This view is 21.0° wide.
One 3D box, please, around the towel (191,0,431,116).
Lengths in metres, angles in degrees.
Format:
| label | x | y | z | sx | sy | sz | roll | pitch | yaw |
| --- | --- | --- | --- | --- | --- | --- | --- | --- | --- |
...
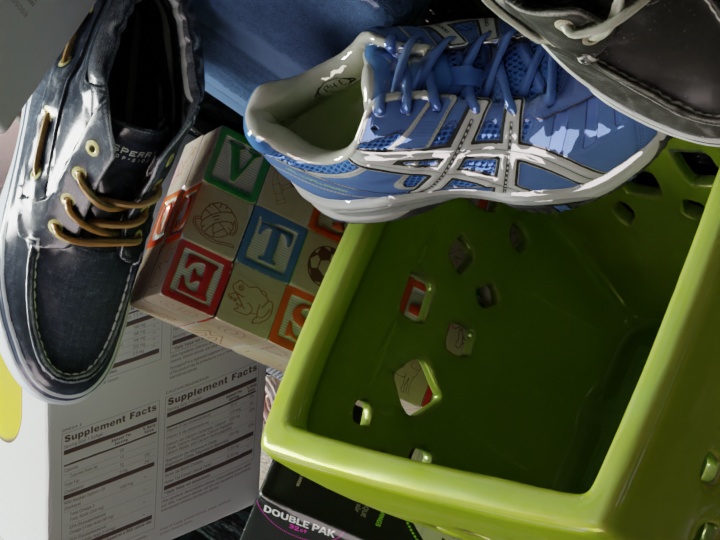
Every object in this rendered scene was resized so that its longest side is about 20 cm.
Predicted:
| label | x | y | z | sx | sy | sz | roll | pitch | yaw |
| --- | --- | --- | --- | --- | --- | --- | --- | --- | --- |
| towel | -0.037 | -0.124 | 0.878 | 0.111 | 0.049 | 0.200 | 34 | 161 | -7 |

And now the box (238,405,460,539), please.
| label | x | y | z | sx | sy | sz | roll | pitch | yaw |
| --- | --- | --- | --- | --- | --- | --- | --- | --- | --- |
| box | 0.038 | 0.155 | 1.044 | 0.198 | 0.125 | 0.149 | 24 | 136 | 1 |

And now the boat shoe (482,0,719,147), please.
| label | x | y | z | sx | sy | sz | roll | pitch | yaw |
| --- | --- | --- | --- | --- | --- | --- | --- | --- | --- |
| boat shoe | 0.075 | -0.107 | 0.686 | 0.199 | 0.071 | 0.064 | 38 | -157 | -13 |

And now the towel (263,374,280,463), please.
| label | x | y | z | sx | sy | sz | roll | pitch | yaw |
| --- | --- | --- | --- | --- | --- | --- | --- | --- | --- |
| towel | 0.033 | 0.156 | 1.234 | 0.199 | 0.032 | 0.192 | 22 | -153 | -26 |

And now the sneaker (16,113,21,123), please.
| label | x | y | z | sx | sy | sz | roll | pitch | yaw |
| --- | --- | --- | --- | --- | --- | --- | --- | --- | --- |
| sneaker | -0.170 | -0.115 | 1.040 | 0.074 | 0.087 | 0.200 | 39 | 160 | -18 |

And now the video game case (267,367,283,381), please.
| label | x | y | z | sx | sy | sz | roll | pitch | yaw |
| --- | --- | --- | --- | --- | --- | --- | --- | --- | --- |
| video game case | 0.016 | 0.085 | 1.179 | 0.199 | 0.019 | 0.143 | 32 | 166 | -6 |

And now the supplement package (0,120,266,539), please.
| label | x | y | z | sx | sy | sz | roll | pitch | yaw |
| --- | --- | --- | --- | --- | --- | --- | --- | --- | --- |
| supplement package | -0.152 | 0.034 | 1.075 | 0.151 | 0.150 | 0.202 | 32 | 128 | 40 |

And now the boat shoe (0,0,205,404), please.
| label | x | y | z | sx | sy | sz | roll | pitch | yaw |
| --- | --- | --- | --- | --- | --- | --- | --- | --- | --- |
| boat shoe | -0.121 | -0.035 | 0.884 | 0.070 | 0.203 | 0.091 | 4 | -177 | -30 |

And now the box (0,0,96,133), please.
| label | x | y | z | sx | sy | sz | roll | pitch | yaw |
| --- | --- | --- | --- | --- | --- | --- | --- | --- | --- |
| box | -0.211 | -0.170 | 0.872 | 0.199 | 0.153 | 0.107 | 17 | 157 | 35 |

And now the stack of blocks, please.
| label | x | y | z | sx | sy | sz | roll | pitch | yaw |
| --- | --- | --- | --- | --- | --- | --- | --- | --- | --- |
| stack of blocks | 0.000 | 0.000 | 0.958 | 0.198 | 0.116 | 0.058 | 24 | 165 | -19 |

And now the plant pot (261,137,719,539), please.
| label | x | y | z | sx | sy | sz | roll | pitch | yaw |
| --- | --- | --- | --- | --- | --- | --- | --- | --- | --- |
| plant pot | 0.109 | 0.043 | 0.852 | 0.199 | 0.201 | 0.181 | 8 | 157 | 45 |

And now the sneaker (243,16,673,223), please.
| label | x | y | z | sx | sy | sz | roll | pitch | yaw |
| --- | --- | --- | --- | --- | --- | --- | --- | --- | --- |
| sneaker | 0.041 | -0.063 | 0.782 | 0.198 | 0.077 | 0.077 | -15 | 157 | 31 |
